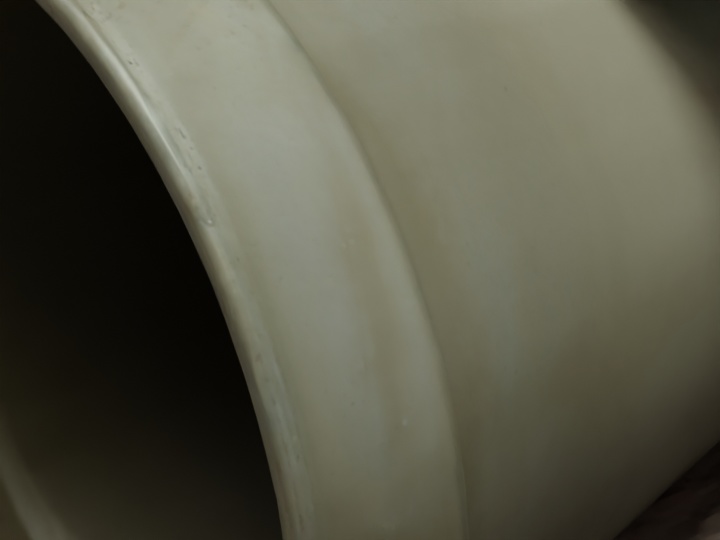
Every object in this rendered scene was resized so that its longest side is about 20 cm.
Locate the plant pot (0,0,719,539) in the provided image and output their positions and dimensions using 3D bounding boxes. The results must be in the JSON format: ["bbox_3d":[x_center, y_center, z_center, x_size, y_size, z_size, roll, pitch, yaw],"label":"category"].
[{"bbox_3d":[0.000,0.000,0.592,0.173,0.200,0.200,-20,29,-31],"label":"plant pot"}]
